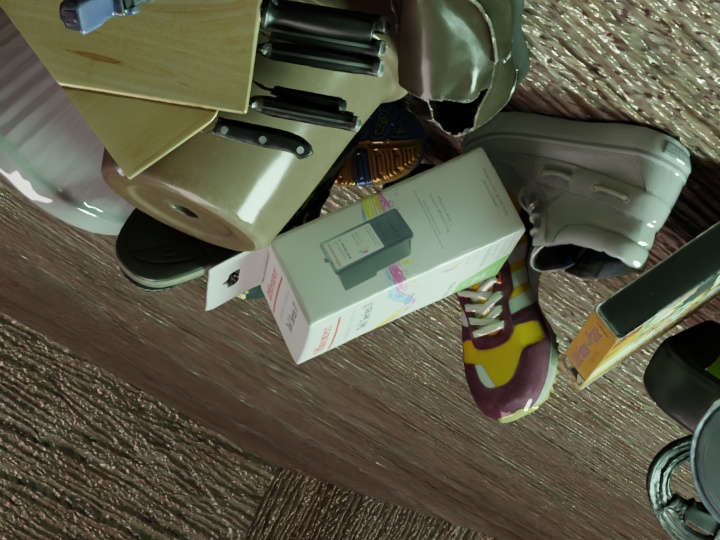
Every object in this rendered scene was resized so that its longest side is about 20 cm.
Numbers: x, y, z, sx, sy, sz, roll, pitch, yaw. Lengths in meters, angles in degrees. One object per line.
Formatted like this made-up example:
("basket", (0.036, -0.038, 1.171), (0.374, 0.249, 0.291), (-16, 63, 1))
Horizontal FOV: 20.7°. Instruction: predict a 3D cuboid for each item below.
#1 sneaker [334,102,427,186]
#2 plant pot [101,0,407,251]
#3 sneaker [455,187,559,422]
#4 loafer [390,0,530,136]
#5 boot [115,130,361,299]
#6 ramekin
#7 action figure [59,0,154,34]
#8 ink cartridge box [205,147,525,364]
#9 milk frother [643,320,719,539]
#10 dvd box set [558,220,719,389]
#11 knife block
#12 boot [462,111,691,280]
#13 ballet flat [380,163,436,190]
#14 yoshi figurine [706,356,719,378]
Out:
("sneaker", (-0.027, -0.104, 1.466), (0.200, 0.075, 0.088), (6, -170, 34))
("plant pot", (-0.078, -0.113, 1.230), (0.200, 0.175, 0.200), (24, 168, 5))
("sneaker", (0.090, 0.012, 1.418), (0.075, 0.200, 0.090), (-23, 139, 29))
("loafer", (0.055, -0.131, 1.140), (0.073, 0.071, 0.200), (19, 167, 22))
("boot", (-0.088, -0.018, 1.360), (0.073, 0.204, 0.154), (42, 148, 16))
("ramekin", (-0.184, -0.130, 1.350), (0.094, 0.203, 0.202), (-38, 130, 26))
("action figure", (-0.124, -0.203, 1.050), (0.193, 0.200, 0.105), (12, 120, 19))
("ink cartridge box", (0.000, 0.000, 1.314), (0.067, 0.200, 0.117), (64, 169, 11))
("milk frother", (0.286, 0.149, 1.442), (0.180, 0.200, 0.188), (16, -164, 23))
("dvd box set", (0.210, 0.016, 1.331), (0.029, 0.146, 0.200), (55, 171, 10))
("knife block", (-0.088, -0.141, 1.115), (0.200, 0.175, 0.064), (54, -179, -7))
("boot", (0.126, -0.047, 1.311), (0.074, 0.096, 0.200), (32, 166, -33))
("ballet flat", (0.054, -0.043, 1.516), (0.068, 0.068, 0.200), (33, -177, 34))
("yoshi figurine", (0.353, 0.105, 1.547), (0.200, 0.112, 0.112), (17, 151, 39))
